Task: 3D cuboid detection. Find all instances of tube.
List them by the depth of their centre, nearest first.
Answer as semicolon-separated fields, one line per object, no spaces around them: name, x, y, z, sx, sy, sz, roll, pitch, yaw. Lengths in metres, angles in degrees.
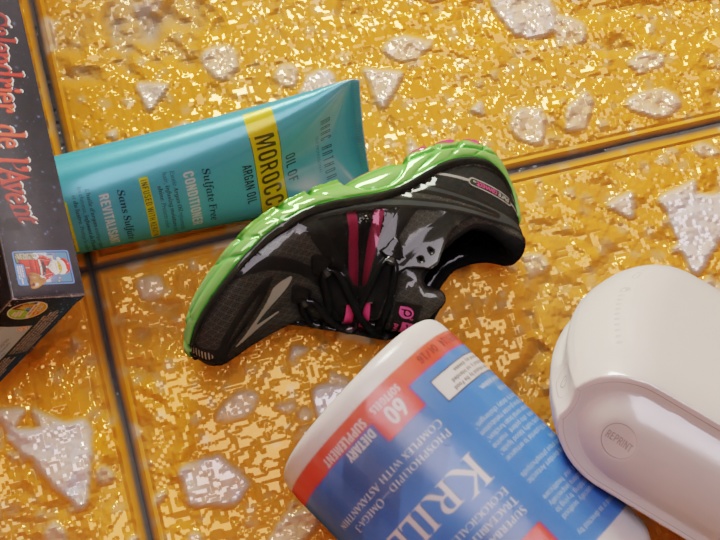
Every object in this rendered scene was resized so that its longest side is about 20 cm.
tube;-0.092;-0.049;0.790;0.197;0.078;0.051;-14;47;-7

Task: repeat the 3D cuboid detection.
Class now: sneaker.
sneaker;0.000;0.000;0.772;0.198;0.077;0.084;-26;70;-13

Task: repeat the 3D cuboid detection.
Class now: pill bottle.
pill bottle;0.067;0.129;0.711;0.200;0.112;0.112;43;72;11

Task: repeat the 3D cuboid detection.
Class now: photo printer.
photo printer;0.186;0.077;0.724;0.199;0.070;0.166;31;26;7

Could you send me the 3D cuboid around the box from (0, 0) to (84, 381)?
box;-0.200;-0.051;0.740;0.037;0.136;0.202;-2;67;-36
